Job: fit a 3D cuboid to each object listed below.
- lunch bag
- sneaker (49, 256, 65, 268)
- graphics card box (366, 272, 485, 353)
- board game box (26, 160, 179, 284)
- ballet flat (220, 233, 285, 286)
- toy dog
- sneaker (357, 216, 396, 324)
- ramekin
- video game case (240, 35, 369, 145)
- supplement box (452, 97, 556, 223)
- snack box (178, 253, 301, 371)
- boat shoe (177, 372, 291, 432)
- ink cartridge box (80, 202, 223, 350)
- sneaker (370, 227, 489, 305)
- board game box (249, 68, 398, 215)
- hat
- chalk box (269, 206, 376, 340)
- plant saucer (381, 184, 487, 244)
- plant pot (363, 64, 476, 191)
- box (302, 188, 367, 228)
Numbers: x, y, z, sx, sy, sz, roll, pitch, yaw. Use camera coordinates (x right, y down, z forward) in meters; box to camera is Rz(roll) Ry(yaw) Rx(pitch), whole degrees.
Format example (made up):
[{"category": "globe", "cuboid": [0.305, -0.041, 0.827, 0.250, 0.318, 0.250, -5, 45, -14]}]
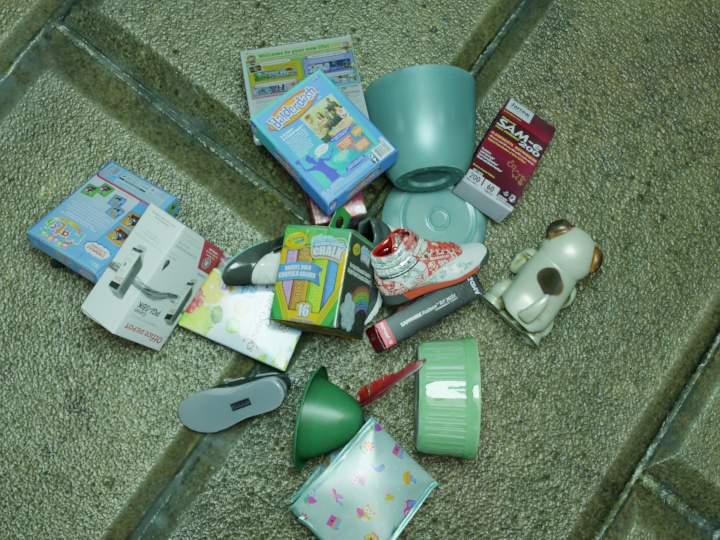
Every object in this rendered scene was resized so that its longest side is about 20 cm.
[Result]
[{"category": "lunch bag", "cuboid": [0.002, 0.372, 1.349, 0.170, 0.122, 0.200, 43, 74, 0]}, {"category": "sneaker", "cuboid": [-0.423, -0.019, 1.380, 0.197, 0.074, 0.082, -8, 86, -6]}, {"category": "graphics card box", "cuboid": [0.109, 0.072, 1.400, 0.198, 0.126, 0.051, -27, 85, -9]}, {"category": "board game box", "cuboid": [-0.420, -0.083, 1.346, 0.150, 0.037, 0.200, 28, 53, 15]}, {"category": "ballet flat", "cuboid": [-0.143, -0.018, 1.365, 0.068, 0.069, 0.199, 29, 38, 25]}, {"category": "toy dog", "cuboid": [0.318, 0.008, 1.407, 0.139, 0.194, 0.200, 40, 86, 13]}, {"category": "sneaker", "cuboid": [0.000, 0.000, 1.411, 0.084, 0.074, 0.203, 36, 65, -46]}, {"category": "ramekin", "cuboid": [0.140, 0.210, 1.353, 0.096, 0.200, 0.204, 1, 82, 1]}, {"category": "video game case", "cuboid": [-0.097, -0.310, 1.395, 0.197, 0.022, 0.185, -10, 68, -5]}, {"category": "supplement box", "cuboid": [0.261, -0.200, 1.472, 0.108, 0.061, 0.201, 32, 68, -2]}, {"category": "snack box", "cuboid": [-0.193, 0.069, 1.402, 0.198, 0.053, 0.144, 24, 80, -3]}, {"category": "boat shoe", "cuboid": [-0.210, 0.214, 1.371, 0.197, 0.068, 0.074, -23, 96, 15]}, {"category": "ink cartridge box", "cuboid": [-0.332, 0.015, 1.317, 0.082, 0.147, 0.201, 31, 86, 23]}, {"category": "sneaker", "cuboid": [0.113, -0.027, 1.340, 0.199, 0.067, 0.109, -23, 120, -3]}, {"category": "board game box", "cuboid": [-0.060, -0.210, 1.318, 0.152, 0.045, 0.200, -38, 75, -15]}, {"category": "hat", "cuboid": [-0.002, 0.248, 1.309, 0.173, 0.202, 0.167, 12, 43, 12]}, {"category": "chalk box", "cuboid": [-0.054, -0.003, 1.323, 0.122, 0.125, 0.203, 5, 78, 22]}, {"category": "plant saucer", "cuboid": [0.137, -0.090, 1.473, 0.196, 0.036, 0.204, 1, 81, -6]}, {"category": "plant pot", "cuboid": [0.109, -0.231, 1.398, 0.197, 0.201, 0.164, -4, 77, -7]}, {"category": "box", "cuboid": [-0.059, -0.174, 1.428, 0.094, 0.100, 0.203, -13, 83, -7]}]
